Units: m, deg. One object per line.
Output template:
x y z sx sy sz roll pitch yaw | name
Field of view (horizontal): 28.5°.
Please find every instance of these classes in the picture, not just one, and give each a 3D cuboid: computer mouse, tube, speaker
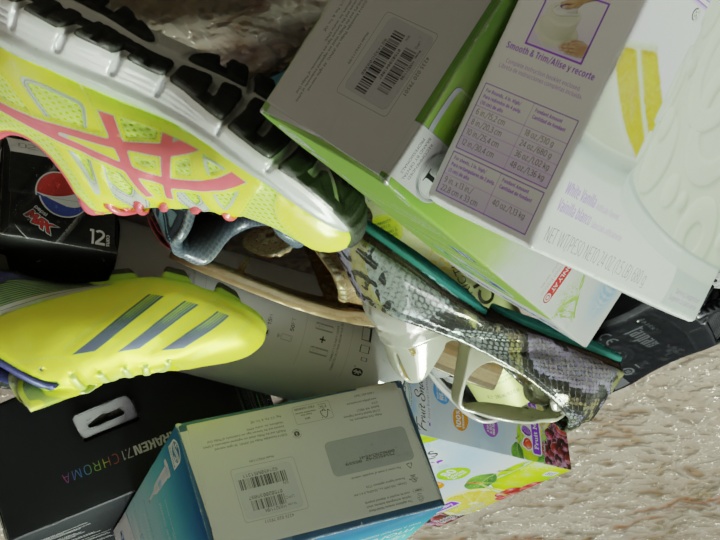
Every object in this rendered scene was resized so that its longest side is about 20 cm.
0.195 0.031 0.845 0.140 0.046 0.200 28 137 -32 | computer mouse
0.054 0.003 0.855 0.052 0.058 0.200 24 151 51 | tube
-0.071 0.032 0.872 0.199 0.082 0.081 16 146 -22 | speaker

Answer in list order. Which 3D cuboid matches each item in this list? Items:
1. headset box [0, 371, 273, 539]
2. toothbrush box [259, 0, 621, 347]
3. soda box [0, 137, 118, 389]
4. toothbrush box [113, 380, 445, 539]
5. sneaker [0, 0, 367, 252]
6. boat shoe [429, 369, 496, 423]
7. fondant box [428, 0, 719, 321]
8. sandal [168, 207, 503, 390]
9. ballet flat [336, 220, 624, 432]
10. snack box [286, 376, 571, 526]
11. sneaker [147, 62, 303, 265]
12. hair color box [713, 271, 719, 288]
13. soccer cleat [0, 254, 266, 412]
-0.148 0.127 0.977 0.173 0.093 0.200 -22 161 1 | headset box
0.072 -0.074 0.642 0.146 0.086 0.200 -56 142 -2 | toothbrush box
-0.204 0.003 0.839 0.070 0.064 0.200 9 150 -25 | soda box
-0.058 0.154 0.876 0.146 0.086 0.200 -9 158 -26 | toothbrush box
-0.091 -0.056 0.660 0.199 0.078 0.091 30 114 -1 | sneaker
0.071 0.044 0.955 0.073 0.066 0.200 -14 149 17 | boat shoe
0.127 -0.092 0.576 0.058 0.201 0.144 28 -175 40 | fondant box
-0.002 -0.001 0.810 0.211 0.070 0.078 23 180 -20 | sandal
0.055 0.038 0.766 0.200 0.072 0.072 27 141 -24 | ballet flat
0.039 0.141 1.133 0.199 0.068 0.168 18 145 -33 | snack box
-0.021 -0.056 0.725 0.199 0.096 0.079 -19 150 25 | sneaker
0.189 -0.038 0.829 0.199 0.062 0.101 20 144 -40 | hair color box
-0.150 0.041 0.756 0.199 0.084 0.065 6 151 -14 | soccer cleat
